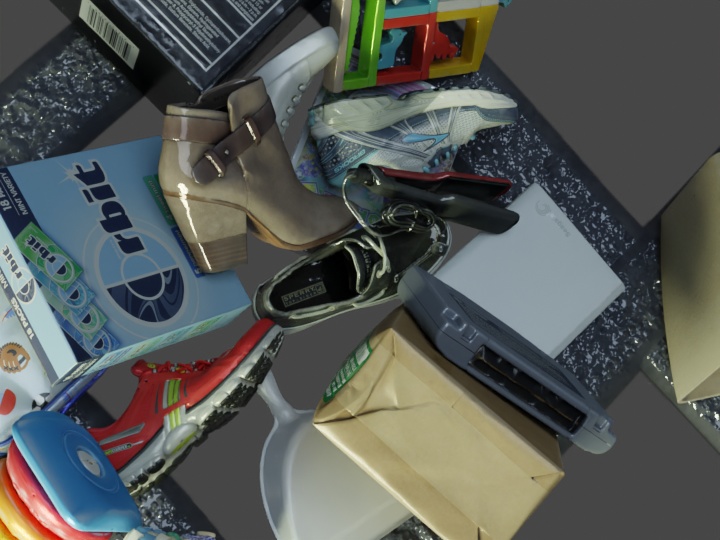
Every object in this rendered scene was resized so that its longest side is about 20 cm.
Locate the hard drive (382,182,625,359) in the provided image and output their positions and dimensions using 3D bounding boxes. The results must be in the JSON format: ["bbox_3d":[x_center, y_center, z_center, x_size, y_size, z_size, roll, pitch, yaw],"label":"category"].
[{"bbox_3d":[0.134,0.032,1.390,0.200,0.026,0.132,-41,90,-19],"label":"hard drive"}]

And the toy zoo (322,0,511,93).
[{"bbox_3d":[0.059,-0.237,1.376,0.198,0.020,0.133,-12,124,-33],"label":"toy zoo"}]

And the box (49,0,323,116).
[{"bbox_3d":[-0.150,-0.268,1.335,0.200,0.123,0.198,45,71,-2],"label":"box"}]

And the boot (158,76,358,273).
[{"bbox_3d":[-0.082,-0.088,1.267,0.199,0.070,0.148,-22,111,-43],"label":"boot"}]

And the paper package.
[{"bbox_3d":[0.066,0.128,1.247,0.190,0.200,0.104,40,98,0],"label":"paper package"}]

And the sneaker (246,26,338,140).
[{"bbox_3d":[-0.083,-0.127,1.330,0.200,0.073,0.085,-40,92,8],"label":"sneaker"}]

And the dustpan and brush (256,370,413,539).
[{"bbox_3d":[-0.047,0.148,1.307,0.139,0.057,0.202,-29,92,-31],"label":"dustpan and brush"}]

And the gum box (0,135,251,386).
[{"bbox_3d":[-0.203,-0.014,1.225,0.199,0.044,0.171,-18,75,-49],"label":"gum box"}]

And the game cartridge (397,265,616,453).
[{"bbox_3d":[0.121,0.074,1.284,0.199,0.133,0.042,34,95,-24],"label":"game cartridge"}]

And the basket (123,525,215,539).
[{"bbox_3d":[-0.115,0.289,1.185,0.199,0.177,0.140,34,75,5],"label":"basket"}]

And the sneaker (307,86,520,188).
[{"bbox_3d":[0.051,-0.119,1.371,0.197,0.078,0.088,-8,97,-14],"label":"sneaker"}]

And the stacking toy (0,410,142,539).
[{"bbox_3d":[-0.282,0.214,1.193,0.200,0.116,0.110,-43,69,9],"label":"stacking toy"}]

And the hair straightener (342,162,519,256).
[{"bbox_3d":[0.063,-0.055,1.321,0.198,0.041,0.078,10,57,-40],"label":"hair straightener"}]

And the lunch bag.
[{"bbox_3d":[-0.282,0.052,1.252,0.200,0.076,0.160,-44,93,-20],"label":"lunch bag"}]

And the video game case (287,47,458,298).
[{"bbox_3d":[0.008,-0.093,1.391,0.142,0.018,0.202,24,72,-9],"label":"video game case"}]

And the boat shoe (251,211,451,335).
[{"bbox_3d":[0.000,0.000,1.323,0.198,0.064,0.071,-27,85,-19],"label":"boat shoe"}]

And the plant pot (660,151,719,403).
[{"bbox_3d":[0.385,-0.010,1.387,0.198,0.200,0.179,-9,68,-16],"label":"plant pot"}]

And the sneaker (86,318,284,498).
[{"bbox_3d":[-0.151,0.100,1.263,0.200,0.077,0.085,-41,78,-7],"label":"sneaker"}]
